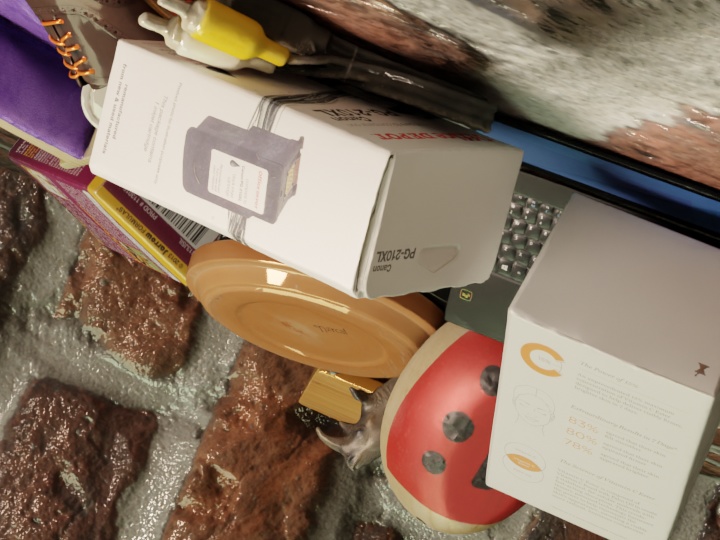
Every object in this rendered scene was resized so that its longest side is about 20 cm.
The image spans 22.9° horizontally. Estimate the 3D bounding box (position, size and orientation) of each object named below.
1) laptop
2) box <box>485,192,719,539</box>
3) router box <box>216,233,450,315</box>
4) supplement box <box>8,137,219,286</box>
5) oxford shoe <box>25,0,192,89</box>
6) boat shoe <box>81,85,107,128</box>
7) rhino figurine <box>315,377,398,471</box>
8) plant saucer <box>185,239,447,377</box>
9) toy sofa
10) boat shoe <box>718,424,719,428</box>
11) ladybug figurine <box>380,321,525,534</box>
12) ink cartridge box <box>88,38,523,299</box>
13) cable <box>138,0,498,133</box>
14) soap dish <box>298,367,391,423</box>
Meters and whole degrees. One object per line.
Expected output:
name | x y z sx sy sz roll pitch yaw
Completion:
laptop | 0.134 -0.003 1.088 0.176 0.201 0.103 22 -149 16
box | 0.155 0.068 1.067 0.124 0.098 0.200 23 148 14
router box | 0.000 0.000 1.306 0.149 0.062 0.200 29 158 -28
supplement box | -0.191 -0.079 1.509 0.131 0.103 0.200 45 167 -32
oxford shoe | -0.159 -0.148 1.048 0.199 0.073 0.071 26 174 -32
boat shoe | -0.081 -0.110 1.169 0.199 0.074 0.060 7 -144 0
rhino figurine | 0.064 0.114 1.349 0.199 0.088 0.060 -5 178 11
plant saucer | -0.031 0.034 1.280 0.199 0.032 0.200 14 161 5
toy sofa | -0.242 -0.149 1.201 0.199 0.083 0.097 29 159 -32
boat shoe | 0.183 0.059 1.294 0.199 0.062 0.075 22 174 12
ladybug figurine | 0.088 0.110 1.243 0.135 0.201 0.072 10 -149 -14
ink cartridge box | -0.029 -0.062 1.009 0.199 0.085 0.144 25 -162 31
cable | -0.026 -0.110 0.985 0.199 0.051 0.097 25 176 -10
soap dish | 0.068 0.072 1.448 0.199 0.158 0.081 22 158 15
